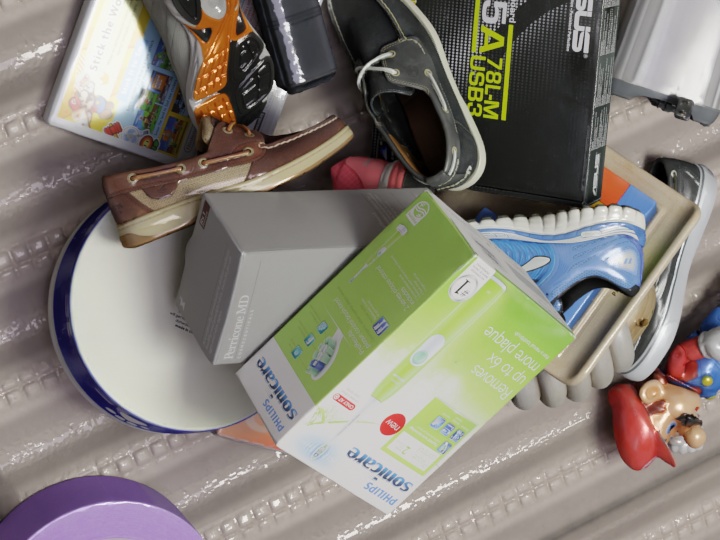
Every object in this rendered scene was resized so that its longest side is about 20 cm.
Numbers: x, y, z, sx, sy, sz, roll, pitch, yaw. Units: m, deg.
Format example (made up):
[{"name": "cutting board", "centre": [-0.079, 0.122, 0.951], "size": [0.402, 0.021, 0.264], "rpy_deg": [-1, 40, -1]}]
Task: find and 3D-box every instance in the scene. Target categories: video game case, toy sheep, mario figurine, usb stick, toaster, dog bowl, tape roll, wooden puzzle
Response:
[{"name": "video game case", "centre": [-0.133, -0.183, 1.582], "size": [0.181, 0.023, 0.201], "rpy_deg": [18, 97, -26]}, {"name": "toy sheep", "centre": [0.160, 0.052, 1.713], "size": [0.199, 0.138, 0.138], "rpy_deg": [-22, 112, 1]}, {"name": "mario figurine", "centre": [0.311, 0.106, 1.802], "size": [0.200, 0.106, 0.123], "rpy_deg": [-47, 118, -7]}, {"name": "usb stick", "centre": [-0.065, -0.238, 1.561], "size": [0.055, 0.033, 0.201], "rpy_deg": [-21, 104, -26]}, {"name": "toaster", "centre": [0.251, -0.197, 1.646], "size": [0.113, 0.200, 0.130], "rpy_deg": [16, 98, -6]}, {"name": "dog bowl", "centre": [-0.139, 0.028, 1.572], "size": [0.199, 0.079, 0.201], "rpy_deg": [1, 86, -20]}, {"name": "tape roll", "centre": [-0.215, 0.273, 1.643], "size": [0.199, 0.066, 0.201], "rpy_deg": [-6, 105, -21]}, {"name": "wooden puzzle", "centre": [0.150, -0.032, 1.651], "size": [0.186, 0.200, 0.046], "rpy_deg": [-53, 160, -7]}]

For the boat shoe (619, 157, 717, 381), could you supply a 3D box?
[{"name": "boat shoe", "centre": [0.255, -0.004, 1.772], "size": [0.056, 0.069, 0.201], "rpy_deg": [18, 89, -25]}]

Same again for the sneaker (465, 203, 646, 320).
[{"name": "sneaker", "centre": [0.128, 0.003, 1.583], "size": [0.199, 0.079, 0.090], "rpy_deg": [-7, 81, 15]}]

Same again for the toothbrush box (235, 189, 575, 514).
[{"name": "toothbrush box", "centre": [0.034, 0.063, 1.472], "size": [0.200, 0.086, 0.146], "rpy_deg": [-43, 136, 9]}]

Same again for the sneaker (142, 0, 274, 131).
[{"name": "sneaker", "centre": [-0.126, -0.190, 1.535], "size": [0.076, 0.092, 0.201], "rpy_deg": [-29, 137, -20]}]

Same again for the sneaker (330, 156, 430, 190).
[{"name": "sneaker", "centre": [0.000, 0.000, 1.647], "size": [0.074, 0.086, 0.201], "rpy_deg": [-16, 118, -60]}]

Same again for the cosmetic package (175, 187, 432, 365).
[{"name": "cosmetic package", "centre": [-0.028, 0.002, 1.504], "size": [0.199, 0.090, 0.107], "rpy_deg": [-6, 128, -30]}]

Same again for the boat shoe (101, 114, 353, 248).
[{"name": "boat shoe", "centre": [-0.101, -0.085, 1.517], "size": [0.199, 0.072, 0.072], "rpy_deg": [-25, 93, -15]}]

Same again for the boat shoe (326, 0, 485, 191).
[{"name": "boat shoe", "centre": [0.029, -0.153, 1.586], "size": [0.068, 0.072, 0.201], "rpy_deg": [-11, 69, -57]}]

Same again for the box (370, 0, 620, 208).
[{"name": "box", "centre": [0.107, -0.163, 1.607], "size": [0.047, 0.192, 0.201], "rpy_deg": [-19, 118, -59]}]

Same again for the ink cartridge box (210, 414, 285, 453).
[{"name": "ink cartridge box", "centre": [-0.025, 0.059, 1.677], "size": [0.162, 0.050, 0.201], "rpy_deg": [16, 100, -26]}]
